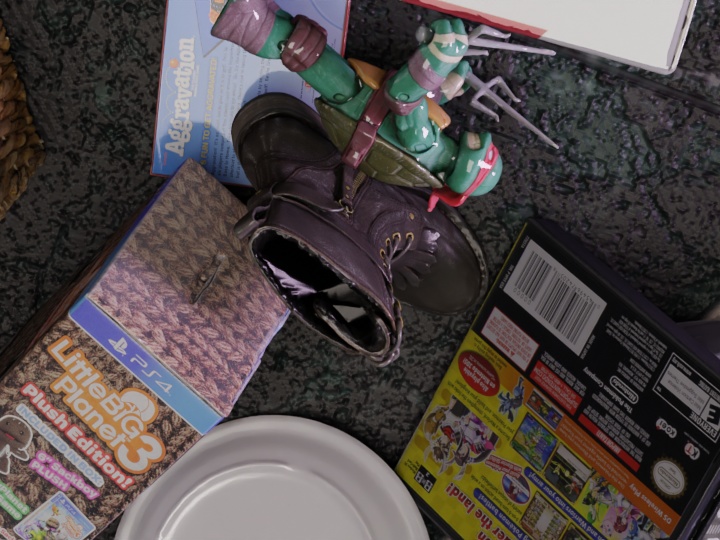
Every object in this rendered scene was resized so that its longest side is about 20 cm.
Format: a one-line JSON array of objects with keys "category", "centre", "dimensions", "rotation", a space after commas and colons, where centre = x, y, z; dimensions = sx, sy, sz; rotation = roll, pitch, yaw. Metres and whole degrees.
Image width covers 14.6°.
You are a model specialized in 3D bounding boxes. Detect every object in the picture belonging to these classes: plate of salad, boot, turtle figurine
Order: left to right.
[{"category": "plate of salad", "centre": [-0.051, 0.185, 1.645], "dimensions": [0.200, 0.048, 0.200], "rotation": [-2, 82, 15]}, {"category": "boot", "centre": [0.000, 0.000, 1.518], "dimensions": [0.200, 0.174, 0.069], "rotation": [36, 110, -25]}, {"category": "turtle figurine", "centre": [0.018, -0.099, 1.502], "dimensions": [0.200, 0.150, 0.101], "rotation": [29, 81, -5]}]

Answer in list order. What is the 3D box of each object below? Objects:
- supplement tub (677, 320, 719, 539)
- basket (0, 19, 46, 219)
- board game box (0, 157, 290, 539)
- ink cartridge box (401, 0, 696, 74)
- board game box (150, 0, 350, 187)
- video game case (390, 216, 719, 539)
[{"category": "supplement tub", "centre": [0.198, 0.133, 1.589], "dimensions": [0.107, 0.107, 0.200], "rotation": [-5, 106, 6]}, {"category": "basket", "centre": [-0.273, -0.080, 1.516], "dimensions": [0.149, 0.200, 0.143], "rotation": [-15, 106, 9]}, {"category": "board game box", "centre": [-0.142, 0.062, 1.543], "dimensions": [0.097, 0.159, 0.200], "rotation": [42, 123, -8]}, {"category": "ink cartridge box", "centre": [0.100, -0.174, 1.458], "dimensions": [0.146, 0.200, 0.083], "rotation": [15, 104, 0]}, {"category": "board game box", "centre": [-0.058, -0.145, 1.574], "dimensions": [0.103, 0.019, 0.200], "rotation": [7, 107, 1]}, {"category": "video game case", "centre": [0.118, 0.097, 1.558], "dimensions": [0.025, 0.200, 0.181], "rotation": [10, 114, -45]}]
